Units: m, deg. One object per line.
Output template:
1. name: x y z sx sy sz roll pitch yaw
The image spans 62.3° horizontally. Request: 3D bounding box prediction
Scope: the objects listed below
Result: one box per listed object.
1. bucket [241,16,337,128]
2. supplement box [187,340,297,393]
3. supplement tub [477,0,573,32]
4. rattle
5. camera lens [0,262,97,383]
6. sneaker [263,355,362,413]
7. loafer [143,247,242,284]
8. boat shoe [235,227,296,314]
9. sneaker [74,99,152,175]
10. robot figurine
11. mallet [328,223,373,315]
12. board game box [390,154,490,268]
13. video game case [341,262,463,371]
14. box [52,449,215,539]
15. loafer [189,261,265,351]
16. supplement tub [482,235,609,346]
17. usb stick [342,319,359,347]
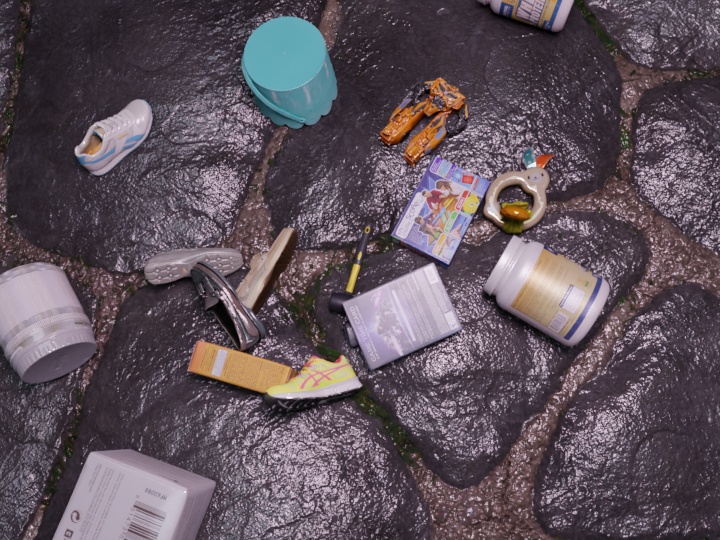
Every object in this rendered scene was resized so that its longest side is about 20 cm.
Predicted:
1. bucket: -0.153 -0.430 1.289 0.204 0.135 0.210 -1 74 4
2. supplement box: -0.230 0.196 1.170 0.198 0.067 0.070 13 77 8
3. supplement tub: 0.369 -0.618 1.294 0.198 0.145 0.146 22 78 10
4. rattle: 0.331 -0.182 1.192 0.130 0.143 0.201 36 86 29
5. camera lens: -0.632 0.098 1.176 0.159 0.160 0.201 -33 75 -5
6. sneaker: -0.097 0.209 1.129 0.198 0.078 0.091 -4 63 -35
7. loafer: -0.344 -0.020 1.232 0.197 0.071 0.070 -6 33 -12
8. boat shoe: -0.198 -0.006 1.218 0.065 0.072 0.201 28 86 13
9. sneaker: -0.540 -0.302 1.314 0.076 0.081 0.201 35 79 14
10. robot figurine: 0.144 -0.328 1.280 0.145 0.058 0.200 42 83 12
11. mallet: 0.000 0.000 1.221 0.065 0.041 0.202 22 74 9
12. board game box: 0.166 -0.124 1.237 0.134 0.034 0.201 27 79 10
13. video game case: 0.081 0.089 1.164 0.198 0.019 0.144 -24 84 0
14. box: -0.401 0.447 1.063 0.198 0.171 0.201 18 77 9
15. loafer: -0.271 0.069 1.167 0.200 0.072 0.063 47 51 3
16. supplement tub: 0.346 0.035 1.127 0.199 0.145 0.145 31 80 11
17. usb stick: 0.064 0.105 1.188 0.198 0.033 0.056 -14 77 0
